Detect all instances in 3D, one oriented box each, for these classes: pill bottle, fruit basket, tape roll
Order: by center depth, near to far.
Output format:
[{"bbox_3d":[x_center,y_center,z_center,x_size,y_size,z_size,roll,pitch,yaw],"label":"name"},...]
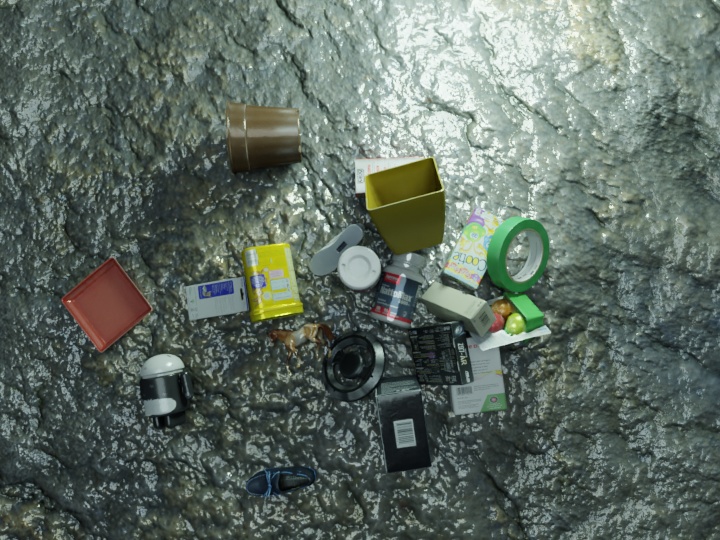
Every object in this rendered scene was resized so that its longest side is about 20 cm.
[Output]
[{"bbox_3d":[0.380,0.140,1.551,0.198,0.186,0.094,-18,125,-8],"label":"fruit basket"},{"bbox_3d":[0.000,0.000,1.561,0.112,0.200,0.114,0,86,3],"label":"pill bottle"},{"bbox_3d":[0.430,-0.044,1.564,0.199,0.048,0.202,-9,107,-31],"label":"tape roll"},{"bbox_3d":[0.108,0.049,1.594,0.119,0.120,0.202,16,87,4],"label":"pill bottle"}]

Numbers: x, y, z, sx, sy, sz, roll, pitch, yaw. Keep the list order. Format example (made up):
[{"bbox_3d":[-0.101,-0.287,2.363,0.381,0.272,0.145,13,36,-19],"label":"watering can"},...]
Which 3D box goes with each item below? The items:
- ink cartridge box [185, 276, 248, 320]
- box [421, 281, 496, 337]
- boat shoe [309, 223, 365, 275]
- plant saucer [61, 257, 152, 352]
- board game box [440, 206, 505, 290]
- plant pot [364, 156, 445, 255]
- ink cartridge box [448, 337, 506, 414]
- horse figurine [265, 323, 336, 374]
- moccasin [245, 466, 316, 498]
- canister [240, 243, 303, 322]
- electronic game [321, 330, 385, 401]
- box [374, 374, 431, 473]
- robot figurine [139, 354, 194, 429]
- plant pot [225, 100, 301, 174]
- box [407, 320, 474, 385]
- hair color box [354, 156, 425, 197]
[{"bbox_3d":[-0.399,0.079,1.630,0.198,0.039,0.100,-9,85,20],"label":"ink cartridge box"},{"bbox_3d":[0.260,0.101,1.539,0.068,0.200,0.082,-47,126,-14],"label":"box"},{"bbox_3d":[-0.060,-0.059,1.636,0.199,0.065,0.074,-37,93,20],"label":"boat shoe"},{"bbox_3d":[-0.730,0.099,1.670,0.199,0.037,0.200,-39,85,0],"label":"plant saucer"},{"bbox_3d":[0.315,-0.058,1.599,0.104,0.103,0.201,26,87,4],"label":"board game box"},{"bbox_3d":[0.130,-0.161,1.543,0.198,0.201,0.177,-13,125,7],"label":"plant pot"},{"bbox_3d":[0.312,0.284,1.585,0.143,0.084,0.202,-7,86,2],"label":"ink cartridge box"},{"bbox_3d":[-0.159,0.202,1.623,0.199,0.050,0.133,-24,66,9],"label":"horse figurine"},{"bbox_3d":[-0.226,0.582,1.597,0.198,0.068,0.081,-15,86,2],"label":"moccasin"},{"bbox_3d":[-0.249,0.033,1.612,0.147,0.086,0.202,-8,82,-24],"label":"canister"},{"bbox_3d":[-0.021,0.261,1.581,0.199,0.042,0.201,-16,56,25],"label":"electronic game"},{"bbox_3d":[0.109,0.400,1.524,0.123,0.197,0.202,-8,91,0],"label":"box"},{"bbox_3d":[-0.543,0.335,1.604,0.149,0.125,0.202,-9,86,-16],"label":"robot figurine"},{"bbox_3d":[-0.265,-0.374,1.612,0.196,0.200,0.202,-3,86,-5],"label":"plant pot"},{"bbox_3d":[0.211,0.224,1.541,0.043,0.200,0.162,-8,84,-30],"label":"box"},{"bbox_3d":[0.084,-0.266,1.645,0.198,0.061,0.103,-1,86,1],"label":"hair color box"}]
